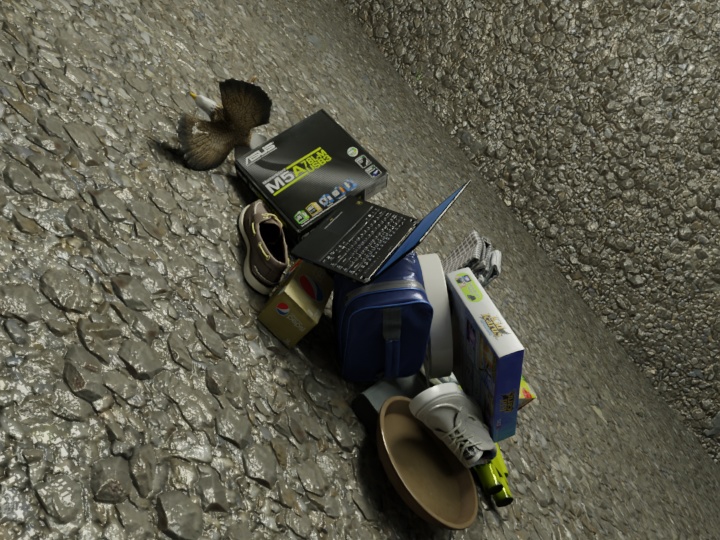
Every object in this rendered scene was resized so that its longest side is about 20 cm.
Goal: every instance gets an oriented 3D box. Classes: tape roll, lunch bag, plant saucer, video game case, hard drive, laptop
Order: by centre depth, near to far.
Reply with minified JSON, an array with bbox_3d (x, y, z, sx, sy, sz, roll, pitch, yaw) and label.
[{"bbox_3d":[0.088,0.268,0.954,0.199,0.029,0.201,41,23,-21],"label":"plant saucer"},{"bbox_3d":[0.027,-0.073,0.965,0.197,0.105,0.177,22,42,21],"label":"laptop"},{"bbox_3d":[0.028,0.080,1.025,0.133,0.203,0.134,-4,45,-8],"label":"lunch bag"},{"bbox_3d":[0.185,0.131,1.060,0.183,0.044,0.203,-116,-165,-46],"label":"video game case"},{"bbox_3d":[0.073,0.229,1.071,0.140,0.033,0.199,53,22,10],"label":"hard drive"},{"bbox_3d":[0.118,0.075,1.131,0.203,0.036,0.208,173,-90,-89],"label":"tape roll"}]

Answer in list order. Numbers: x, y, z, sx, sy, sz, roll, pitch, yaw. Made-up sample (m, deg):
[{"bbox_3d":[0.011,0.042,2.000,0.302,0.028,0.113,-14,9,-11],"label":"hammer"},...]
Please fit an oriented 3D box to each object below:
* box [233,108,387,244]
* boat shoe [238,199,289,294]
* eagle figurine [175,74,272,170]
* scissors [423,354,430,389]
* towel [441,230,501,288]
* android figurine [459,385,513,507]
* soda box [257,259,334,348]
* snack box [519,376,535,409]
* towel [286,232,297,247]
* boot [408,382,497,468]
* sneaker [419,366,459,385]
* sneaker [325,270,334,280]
[{"bbox_3d":[-0.085,-0.167,1.184,0.194,0.198,0.048,48,-21,22],"label":"box"},{"bbox_3d":[-0.146,-0.050,1.070,0.071,0.059,0.202,32,27,-30],"label":"boat shoe"},{"bbox_3d":[-0.224,-0.248,1.145,0.147,0.155,0.200,2,18,-11],"label":"eagle figurine"},{"bbox_3d":[0.097,0.120,1.058,0.014,0.074,0.203,-1,54,-10],"label":"scissors"},{"bbox_3d":[0.196,0.019,1.419,0.086,0.200,0.166,45,21,-3],"label":"towel"},{"bbox_3d":[0.199,0.288,1.157,0.183,0.040,0.202,53,14,-44],"label":"android figurine"},{"bbox_3d":[-0.087,0.032,1.046,0.068,0.064,0.201,44,23,-9],"label":"soda box"},{"bbox_3d":[0.258,0.206,1.409,0.199,0.067,0.170,17,39,-55],"label":"snack box"},{"bbox_3d":[-0.089,-0.066,1.221,0.111,0.048,0.202,5,49,-59],"label":"towel"},{"bbox_3d":[0.143,0.226,0.979,0.199,0.073,0.097,28,29,-54],"label":"boot"},{"bbox_3d":[0.127,0.130,1.254,0.201,0.086,0.078,49,19,-1],"label":"sneaker"},{"bbox_3d":[0.000,0.000,1.100,0.201,0.074,0.089,61,15,-45],"label":"sneaker"}]
